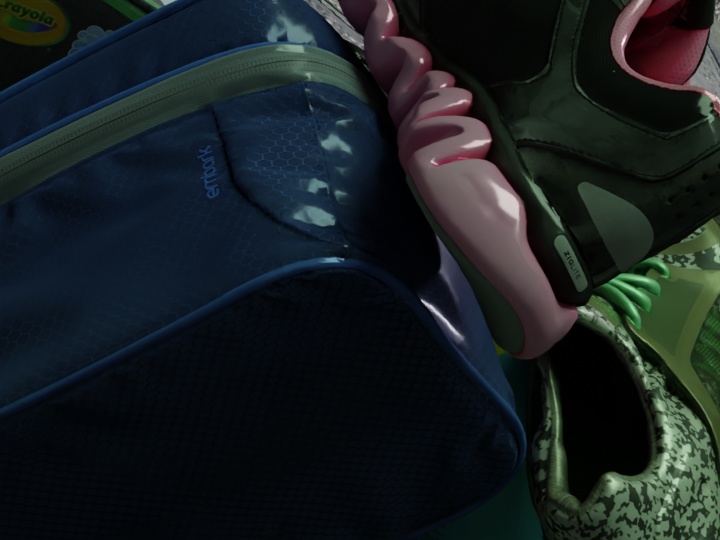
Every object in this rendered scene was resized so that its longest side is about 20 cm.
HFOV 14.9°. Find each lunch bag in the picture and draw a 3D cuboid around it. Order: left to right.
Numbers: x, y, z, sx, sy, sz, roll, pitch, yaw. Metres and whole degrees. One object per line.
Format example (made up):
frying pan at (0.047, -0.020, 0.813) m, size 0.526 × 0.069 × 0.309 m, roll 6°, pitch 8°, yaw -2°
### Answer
lunch bag at (-0.068, 0.019, 0.791) m, size 0.136 × 0.200 × 0.133 m, roll 54°, pitch 14°, yaw -47°

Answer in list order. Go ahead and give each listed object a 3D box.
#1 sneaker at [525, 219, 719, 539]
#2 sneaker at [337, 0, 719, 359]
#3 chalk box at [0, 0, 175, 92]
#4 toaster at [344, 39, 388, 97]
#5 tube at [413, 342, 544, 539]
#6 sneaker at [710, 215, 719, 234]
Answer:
sneaker at (0.076, 0.024, 0.806) m, size 0.200 × 0.077 × 0.089 m, roll -94°, pitch 159°, yaw -47°
sneaker at (0.051, -0.061, 0.756) m, size 0.079 × 0.095 × 0.200 m, roll 53°, pitch 11°, yaw -38°
chalk box at (-0.112, -0.074, 0.899) m, size 0.125 × 0.200 × 0.124 m, roll 34°, pitch 18°, yaw -31°
toaster at (0.000, 0.000, 1.011) m, size 0.181 × 0.119 × 0.200 m, roll 27°, pitch 23°, yaw -46°
tube at (0.037, 0.048, 0.875) m, size 0.050 × 0.201 × 0.077 m, roll -5°, pitch 22°, yaw -4°
sneaker at (0.148, 0.072, 0.900) m, size 0.078 × 0.140 × 0.200 m, roll -8°, pitch 54°, yaw -53°
